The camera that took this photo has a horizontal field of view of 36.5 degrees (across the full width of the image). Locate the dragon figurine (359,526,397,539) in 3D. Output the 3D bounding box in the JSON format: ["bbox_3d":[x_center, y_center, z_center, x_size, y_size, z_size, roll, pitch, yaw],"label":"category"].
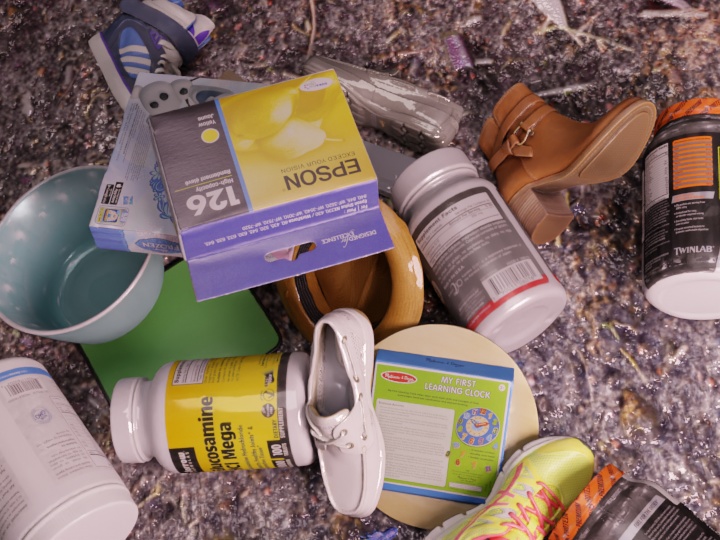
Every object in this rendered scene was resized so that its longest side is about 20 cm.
[{"bbox_3d":[-0.040,0.297,1.019,0.197,0.100,0.059,-21,63,-2],"label":"dragon figurine"}]

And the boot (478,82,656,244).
[{"bbox_3d":[0.208,-0.148,1.158,0.200,0.073,0.156,-47,50,30],"label":"boot"}]

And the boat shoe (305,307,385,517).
[{"bbox_3d":[-0.023,0.139,1.036,0.070,0.069,0.203,-5,91,28],"label":"boat shoe"}]

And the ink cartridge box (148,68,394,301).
[{"bbox_3d":[-0.088,-0.087,1.042,0.195,0.047,0.202,-15,57,-10],"label":"ink cartridge box"}]

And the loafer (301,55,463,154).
[{"bbox_3d":[0.025,-0.202,1.263,0.198,0.070,0.070,28,66,11],"label":"loafer"}]

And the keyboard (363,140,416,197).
[{"bbox_3d":[-0.014,-0.131,1.266,0.198,0.011,0.057,22,65,17],"label":"keyboard"}]

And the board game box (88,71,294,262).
[{"bbox_3d":[-0.151,-0.105,1.104,0.196,0.044,0.202,6,58,6],"label":"board game box"}]

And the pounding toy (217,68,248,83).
[{"bbox_3d":[-0.141,-0.088,1.182,0.183,0.143,0.200,37,77,22],"label":"pounding toy"}]

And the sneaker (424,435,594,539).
[{"bbox_3d":[0.146,0.237,1.011,0.200,0.090,0.078,-43,102,-1],"label":"sneaker"}]

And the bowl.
[{"bbox_3d":[-0.292,-0.001,1.184,0.198,0.105,0.203,-8,60,14],"label":"bowl"}]

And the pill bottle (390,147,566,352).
[{"bbox_3d":[0.117,-0.021,1.137,0.113,0.114,0.201,-28,64,-5],"label":"pill bottle"}]

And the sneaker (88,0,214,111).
[{"bbox_3d":[-0.232,-0.250,1.311,0.145,0.081,0.201,-32,59,-2],"label":"sneaker"}]

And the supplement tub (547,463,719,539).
[{"bbox_3d":[0.272,0.274,0.972,0.200,0.123,0.123,40,76,22],"label":"supplement tub"}]

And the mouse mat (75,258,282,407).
[{"bbox_3d":[-0.202,0.073,1.199,0.199,0.008,0.162,-32,65,-8],"label":"mouse mat"}]

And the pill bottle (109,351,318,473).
[{"bbox_3d":[-0.144,0.145,1.098,0.197,0.113,0.114,-5,64,6],"label":"pill bottle"}]

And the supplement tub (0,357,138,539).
[{"bbox_3d":[-0.327,0.199,1.090,0.131,0.132,0.200,-37,66,-10],"label":"supplement tub"}]

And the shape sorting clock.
[{"bbox_3d":[0.075,0.153,1.071,0.197,0.039,0.203,1,97,8],"label":"shape sorting clock"}]

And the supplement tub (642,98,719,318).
[{"bbox_3d":[0.348,-0.064,1.110,0.120,0.123,0.203,3,66,10],"label":"supplement tub"}]

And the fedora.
[{"bbox_3d":[0.000,0.000,1.134,0.199,0.203,0.082,34,36,21],"label":"fedora"}]
